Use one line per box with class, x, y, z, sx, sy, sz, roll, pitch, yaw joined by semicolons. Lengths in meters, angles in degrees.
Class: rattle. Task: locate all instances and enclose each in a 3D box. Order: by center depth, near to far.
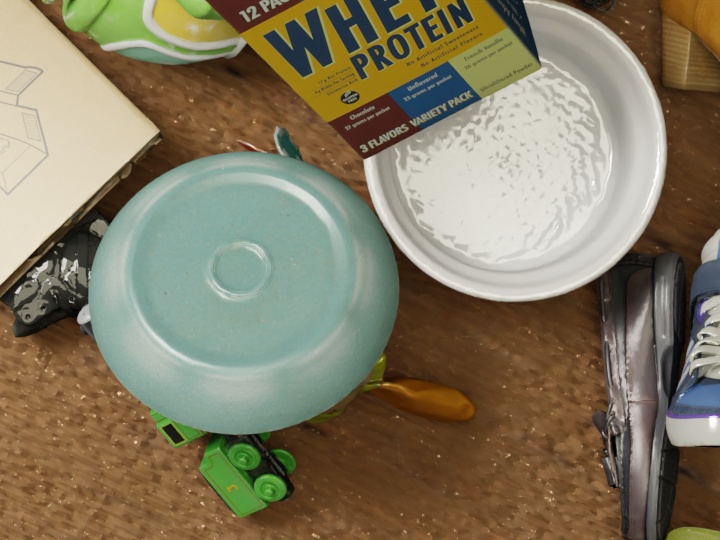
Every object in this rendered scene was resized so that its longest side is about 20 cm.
rattle;0.000;0.000;1.728;0.143;0.130;0.200;-5;62;-13

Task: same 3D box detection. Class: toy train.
toy train;-0.116;0.084;1.700;0.056;0.042;0.200;-26;114;28

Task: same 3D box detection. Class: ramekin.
ramekin;0.099;-0.079;1.718;0.200;0.098;0.201;0;90;-3

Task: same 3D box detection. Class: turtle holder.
turtle holder;-0.119;-0.204;1.670;0.132;0.185;0.141;30;64;-14

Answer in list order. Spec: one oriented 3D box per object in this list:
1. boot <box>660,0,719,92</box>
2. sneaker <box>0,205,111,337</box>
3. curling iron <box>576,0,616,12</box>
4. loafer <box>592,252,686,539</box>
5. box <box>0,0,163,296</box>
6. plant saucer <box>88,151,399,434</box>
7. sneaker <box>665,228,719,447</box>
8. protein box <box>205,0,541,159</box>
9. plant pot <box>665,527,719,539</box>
boot;0.275;-0.183;1.692;0.071;0.201;0.144;-1;101;-41
sneaker;-0.196;0.011;1.724;0.200;0.060;0.104;39;86;4
curling iron;0.105;-0.252;1.754;0.200;0.026;0.050;43;119;8
loafer;0.185;0.087;1.742;0.063;0.072;0.200;2;83;17
box;-0.256;-0.100;1.712;0.163;0.021;0.200;-45;76;-4
plant saucer;-0.075;0.005;1.630;0.200;0.036;0.200;-1;65;1
sneaker;0.243;0.033;1.674;0.080;0.200;0.147;0;96;15
protein box;-0.006;-0.220;1.603;0.135;0.199;0.200;-27;50;18
plant pot;0.234;0.279;1.685;0.200;0.200;0.193;22;76;-2
